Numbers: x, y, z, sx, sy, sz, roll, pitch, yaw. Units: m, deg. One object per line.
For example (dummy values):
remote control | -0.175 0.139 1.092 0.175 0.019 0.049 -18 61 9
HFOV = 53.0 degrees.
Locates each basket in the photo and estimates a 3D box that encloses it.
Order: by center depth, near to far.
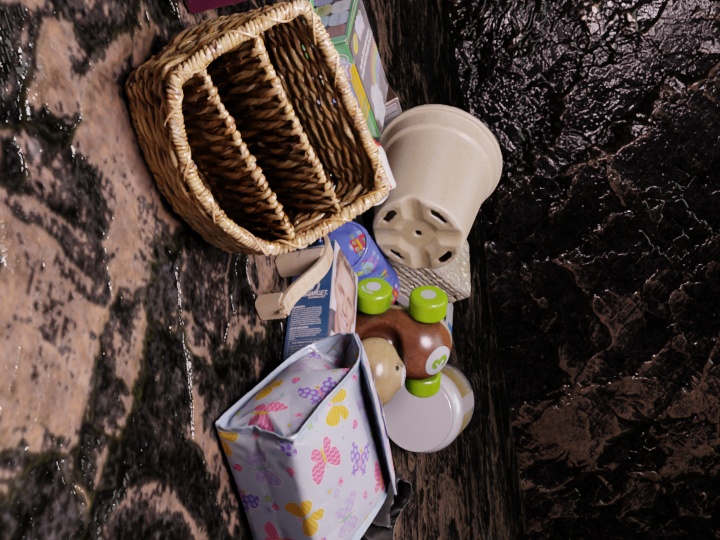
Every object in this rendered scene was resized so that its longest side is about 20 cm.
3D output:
basket | -0.092 -0.110 0.633 0.143 0.148 0.201 -50 131 -33
basket | 0.104 -0.027 1.288 0.200 0.122 0.137 37 47 -47

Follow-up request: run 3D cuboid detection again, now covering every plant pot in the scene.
plant pot | 0.100 -0.109 1.073 0.185 0.198 0.202 -70 149 -43

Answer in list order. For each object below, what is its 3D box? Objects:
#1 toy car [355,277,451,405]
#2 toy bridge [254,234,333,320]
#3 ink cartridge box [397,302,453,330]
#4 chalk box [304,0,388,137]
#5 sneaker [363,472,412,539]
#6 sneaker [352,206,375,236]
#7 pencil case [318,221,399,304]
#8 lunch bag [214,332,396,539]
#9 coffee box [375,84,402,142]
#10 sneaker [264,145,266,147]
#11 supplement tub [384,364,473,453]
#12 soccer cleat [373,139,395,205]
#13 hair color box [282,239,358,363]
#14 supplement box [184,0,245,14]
toy car | 0.037 0.136 0.983 0.201 0.156 0.166 -66 160 -56
toy bridge | -0.069 -0.010 0.877 0.201 0.066 0.027 -75 152 -53
ink cartridge box | 0.133 0.054 1.505 0.146 0.083 0.201 -76 154 -49
chalk box | -0.050 -0.281 0.956 0.201 0.122 0.125 65 26 -45
sneaker | 0.029 0.301 0.996 0.200 0.103 0.061 -36 120 -62
sneaker | -0.010 -0.158 1.160 0.116 0.075 0.203 -78 165 -68
pencil case | 0.000 0.000 1.093 0.078 0.087 0.200 44 -4 28
lunch bag | -0.034 0.180 0.762 0.200 0.126 0.172 -39 123 -52
coffee box | 0.036 -0.228 1.234 0.115 0.079 0.201 63 -2 43
sneaker | -0.101 -0.116 0.807 0.114 0.075 0.202 -58 133 -64
supplement tub | 0.120 0.242 1.282 0.200 0.143 0.146 10 73 -73
soccer cleat | 0.001 -0.126 1.006 0.086 0.068 0.200 58 -13 -3
hair color box | -0.049 0.073 0.925 0.100 0.060 0.202 60 28 -54
supplement box | -0.134 -0.381 0.743 0.132 0.102 0.201 67 24 -43
